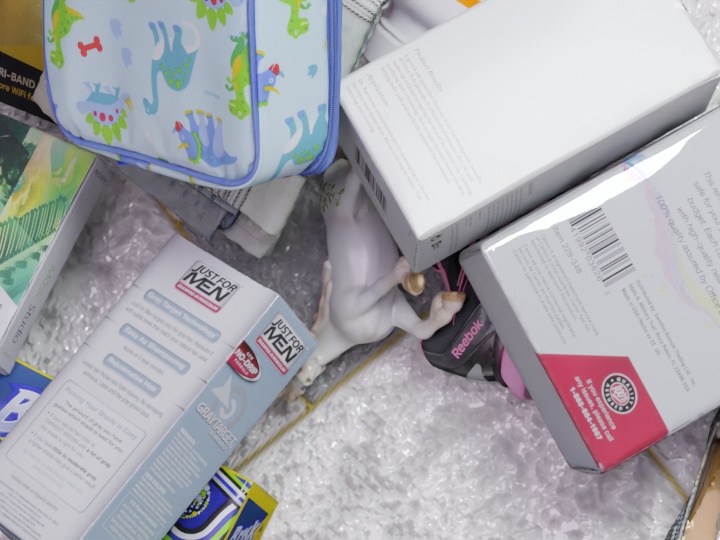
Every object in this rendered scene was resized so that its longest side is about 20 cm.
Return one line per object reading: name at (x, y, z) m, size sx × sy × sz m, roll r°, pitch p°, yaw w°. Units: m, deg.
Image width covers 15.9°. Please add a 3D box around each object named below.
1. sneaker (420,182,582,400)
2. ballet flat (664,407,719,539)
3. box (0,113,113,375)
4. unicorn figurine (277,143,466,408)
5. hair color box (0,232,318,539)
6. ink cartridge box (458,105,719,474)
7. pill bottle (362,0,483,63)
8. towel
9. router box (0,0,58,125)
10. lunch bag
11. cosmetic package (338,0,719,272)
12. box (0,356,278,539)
sneaker at (0.082, -0.025, 1.556) m, size 0.095 × 0.079 × 0.202 m, roll 5°, pitch 78°, yaw 27°
ballet flat at (0.209, 0.152, 1.483) m, size 0.072 × 0.072 × 0.202 m, roll 17°, pitch 83°, yaw 17°
box at (-0.272, -0.039, 1.601) m, size 0.199 × 0.036 × 0.145 m, roll 22°, pitch 78°, yaw 17°
unicorn figurine at (0.000, 0.000, 1.553) m, size 0.137 × 0.074 × 0.201 m, roll -16°, pitch 59°, yaw 53°
hair color box at (-0.128, 0.086, 1.501) m, size 0.099 × 0.061 × 0.200 m, roll 29°, pitch 75°, yaw 39°
ink cartridge box at (0.178, 0.005, 1.473) m, size 0.199 × 0.086 × 0.148 m, roll -28°, pitch 90°, yaw -10°
pill bottle at (0.087, -0.195, 1.553) m, size 0.113 × 0.113 × 0.201 m, roll 35°, pitch 103°, yaw 18°
towel at (-0.096, -0.128, 1.534) m, size 0.192 × 0.035 × 0.201 m, roll 34°, pitch 120°, yaw 15°
router box at (-0.131, -0.154, 1.597) m, size 0.199 × 0.052 × 0.158 m, roll 21°, pitch 117°, yaw 21°
lunch bag at (-0.097, -0.132, 1.446) m, size 0.199 × 0.082 × 0.162 m, roll 16°, pitch 114°, yaw 45°
cosmetic package at (0.092, -0.097, 1.462) m, size 0.199 × 0.085 × 0.108 m, roll -27°, pitch 78°, yaw -7°
box at (-0.155, 0.119, 1.580) m, size 0.199 × 0.070 × 0.065 m, roll 25°, pitch 81°, yaw 17°
